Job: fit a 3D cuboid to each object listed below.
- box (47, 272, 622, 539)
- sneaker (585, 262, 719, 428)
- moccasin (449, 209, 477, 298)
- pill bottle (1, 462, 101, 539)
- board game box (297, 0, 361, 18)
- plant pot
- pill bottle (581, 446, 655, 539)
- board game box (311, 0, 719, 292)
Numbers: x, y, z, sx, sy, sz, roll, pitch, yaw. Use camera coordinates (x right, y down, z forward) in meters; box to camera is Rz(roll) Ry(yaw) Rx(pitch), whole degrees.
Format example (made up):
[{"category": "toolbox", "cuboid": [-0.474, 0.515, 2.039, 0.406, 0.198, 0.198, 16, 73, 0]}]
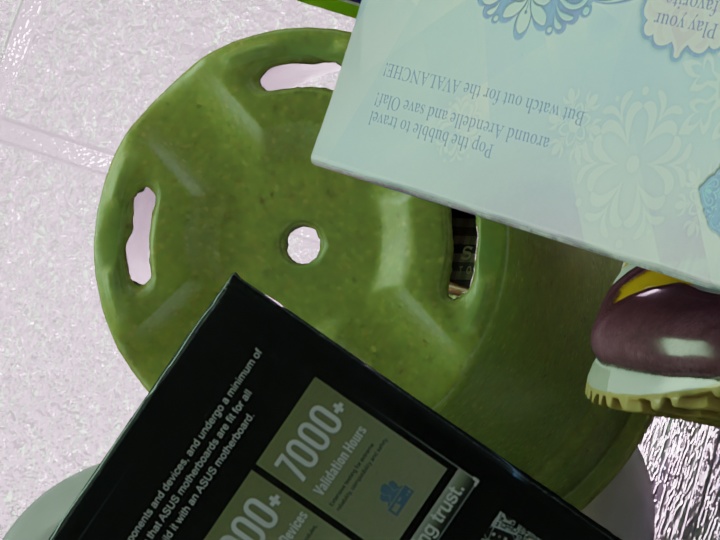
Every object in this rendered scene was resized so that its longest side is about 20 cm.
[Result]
[{"category": "box", "cuboid": [-0.014, 0.130, 0.478, 0.200, 0.163, 0.086, -56, -2, -3]}, {"category": "sneaker", "cuboid": [0.102, -0.006, 0.641, 0.200, 0.075, 0.091, -73, -5, -86]}, {"category": "moccasin", "cuboid": [0.076, -0.016, 0.956, 0.201, 0.078, 0.074, 7, 78, 55]}, {"category": "pill bottle", "cuboid": [-0.051, 0.166, 0.909, 0.200, 0.112, 0.113, 53, -135, -43]}, {"category": "board game box", "cuboid": [0.075, -0.123, 0.727, 0.045, 0.199, 0.135, -72, -1, -49]}, {"category": "plant pot", "cuboid": [0.000, 0.000, 0.797, 0.184, 0.199, 0.201, 30, -103, -76]}, {"category": "pill bottle", "cuboid": [0.046, 0.117, 0.983, 0.200, 0.119, 0.120, 106, -178, -72]}, {"category": "board game box", "cuboid": [0.087, -0.097, 0.553, 0.200, 0.043, 0.200, 21, 93, 51]}]
